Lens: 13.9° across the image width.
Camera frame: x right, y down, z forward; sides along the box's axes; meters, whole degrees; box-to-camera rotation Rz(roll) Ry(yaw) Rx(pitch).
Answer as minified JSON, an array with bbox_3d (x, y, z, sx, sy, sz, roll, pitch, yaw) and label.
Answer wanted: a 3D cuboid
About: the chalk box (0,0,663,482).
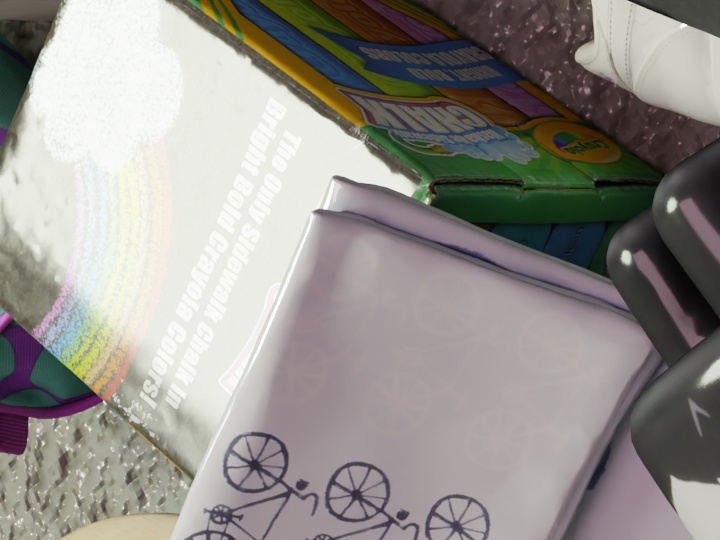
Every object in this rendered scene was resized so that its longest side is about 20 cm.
[{"bbox_3d":[0.000,0.000,0.881,0.200,0.124,0.125,39,115,32],"label":"chalk box"}]

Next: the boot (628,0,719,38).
[{"bbox_3d":[0.053,-0.146,0.724,0.200,0.066,0.165,29,141,43],"label":"boot"}]

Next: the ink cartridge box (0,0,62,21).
[{"bbox_3d":[-0.153,-0.164,0.956,0.084,0.200,0.145,-17,80,37],"label":"ink cartridge box"}]

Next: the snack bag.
[{"bbox_3d":[0.046,0.089,0.820,0.021,0.200,0.189,-94,27,-66],"label":"snack bag"}]

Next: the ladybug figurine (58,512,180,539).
[{"bbox_3d":[-0.038,0.150,0.946,0.200,0.072,0.136,27,102,36],"label":"ladybug figurine"}]

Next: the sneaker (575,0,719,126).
[{"bbox_3d":[0.087,-0.130,0.801,0.099,0.075,0.200,17,121,35],"label":"sneaker"}]

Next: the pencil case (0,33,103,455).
[{"bbox_3d":[-0.149,-0.038,1.031,0.092,0.085,0.200,-48,60,13],"label":"pencil case"}]

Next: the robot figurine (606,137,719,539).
[{"bbox_3d":[0.143,0.052,0.709,0.125,0.150,0.200,-37,82,20],"label":"robot figurine"}]
